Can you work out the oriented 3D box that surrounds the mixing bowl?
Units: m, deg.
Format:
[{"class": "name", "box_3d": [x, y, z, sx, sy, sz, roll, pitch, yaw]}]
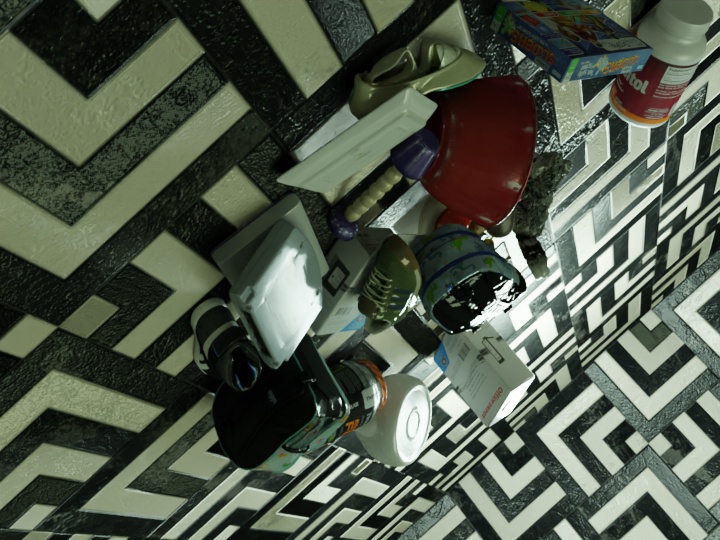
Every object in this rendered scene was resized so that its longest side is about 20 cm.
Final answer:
[{"class": "mixing bowl", "box_3d": [0.134, -0.163, 1.103, 0.106, 0.203, 0.202, 6, 135, -20]}]

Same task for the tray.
[{"class": "tray", "box_3d": [0.000, -0.148, 1.019, 0.198, 0.023, 0.107, -32, 166, 20]}]

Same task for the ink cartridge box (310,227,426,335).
[{"class": "ink cartridge box", "box_3d": [0.000, 0.000, 1.277, 0.115, 0.067, 0.201, -2, 134, -53]}]

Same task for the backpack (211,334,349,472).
[{"class": "backpack", "box_3d": [-0.127, 0.211, 1.309, 0.200, 0.177, 0.153, -42, 151, 13]}]

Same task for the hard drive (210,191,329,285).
[{"class": "hard drive", "box_3d": [-0.116, -0.012, 1.144, 0.131, 0.025, 0.201, -38, 155, -9]}]

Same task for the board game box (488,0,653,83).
[{"class": "board game box", "box_3d": [0.279, -0.306, 1.107, 0.197, 0.136, 0.035, -17, 143, -40]}]

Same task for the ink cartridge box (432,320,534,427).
[{"class": "ink cartridge box", "box_3d": [0.262, 0.210, 1.820, 0.083, 0.201, 0.147, -21, 149, -33]}]

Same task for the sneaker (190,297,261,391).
[{"class": "sneaker", "box_3d": [-0.182, 0.134, 1.181, 0.072, 0.112, 0.201, -31, 153, -16]}]

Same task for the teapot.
[{"class": "teapot", "box_3d": [0.052, 0.301, 1.745, 0.199, 0.143, 0.202, -59, 141, -34]}]

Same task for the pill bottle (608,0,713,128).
[{"class": "pill bottle", "box_3d": [0.490, -0.342, 1.374, 0.112, 0.113, 0.202, -27, 150, -27]}]

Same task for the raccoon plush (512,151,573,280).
[{"class": "raccoon plush", "box_3d": [0.319, -0.103, 1.431, 0.132, 0.203, 0.096, -27, 178, 22]}]

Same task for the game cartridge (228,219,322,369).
[{"class": "game cartridge", "box_3d": [-0.102, 0.030, 1.099, 0.135, 0.041, 0.201, -61, 158, -26]}]

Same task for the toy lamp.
[{"class": "toy lamp", "box_3d": [0.028, -0.112, 1.096, 0.058, 0.059, 0.199, -11, 159, -46]}]

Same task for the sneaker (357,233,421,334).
[{"class": "sneaker", "box_3d": [0.036, 0.033, 1.219, 0.089, 0.067, 0.201, -39, 157, -15]}]

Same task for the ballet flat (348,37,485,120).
[{"class": "ballet flat", "box_3d": [0.071, -0.241, 1.011, 0.198, 0.070, 0.070, -28, 152, -23]}]

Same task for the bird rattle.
[{"class": "bird rattle", "box_3d": [0.171, -0.084, 1.359, 0.160, 0.114, 0.202, -6, 137, -26]}]

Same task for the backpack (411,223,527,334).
[{"class": "backpack", "box_3d": [0.153, 0.015, 1.289, 0.161, 0.156, 0.199, -31, 170, 17]}]

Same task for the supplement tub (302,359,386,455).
[{"class": "supplement tub", "box_3d": [-0.054, 0.239, 1.514, 0.197, 0.123, 0.124, -20, 148, -37]}]

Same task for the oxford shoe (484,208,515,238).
[{"class": "oxford shoe", "box_3d": [0.201, -0.127, 1.265, 0.070, 0.073, 0.203, -17, 122, 0]}]
